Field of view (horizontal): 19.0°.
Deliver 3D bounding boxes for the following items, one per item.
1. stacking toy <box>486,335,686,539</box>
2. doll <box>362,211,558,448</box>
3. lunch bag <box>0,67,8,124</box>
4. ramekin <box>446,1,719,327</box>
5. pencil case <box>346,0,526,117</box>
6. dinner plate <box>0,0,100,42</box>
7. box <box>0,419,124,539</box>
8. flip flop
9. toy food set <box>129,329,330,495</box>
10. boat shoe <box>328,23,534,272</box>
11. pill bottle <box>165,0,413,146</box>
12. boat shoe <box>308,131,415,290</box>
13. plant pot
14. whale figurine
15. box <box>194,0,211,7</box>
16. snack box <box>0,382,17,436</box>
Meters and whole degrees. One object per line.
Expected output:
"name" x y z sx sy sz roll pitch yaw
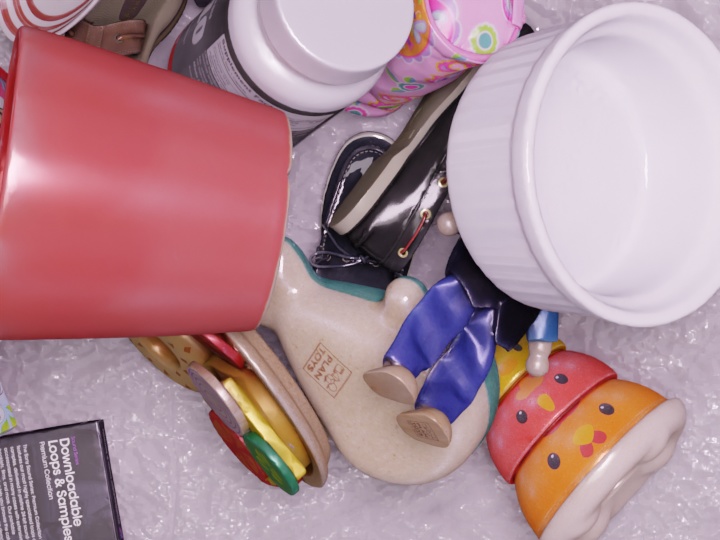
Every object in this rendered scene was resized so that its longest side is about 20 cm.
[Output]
"stacking toy" 0.119 0.092 1.539 0.200 0.146 0.146 43 94 16
"doll" 0.086 0.022 1.411 0.137 0.048 0.200 52 61 -25
"lunch bag" -0.285 -0.033 1.521 0.176 0.082 0.200 49 119 0
"ramekin" 0.149 -0.065 1.368 0.199 0.097 0.202 1 89 -37
"pencil case" 0.038 -0.161 1.472 0.087 0.200 0.088 4 80 -23
"dinner plate" -0.191 -0.246 1.501 0.024 0.200 0.201 25 95 -37
"box" -0.274 0.196 1.587 0.198 0.036 0.144 -9 92 4
"flip flop" -0.174 -0.161 1.497 0.081 0.058 0.201 7 49 18
"toy food set" -0.094 0.076 1.495 0.049 0.198 0.200 -38 91 -14
"boat shoe" 0.062 -0.091 1.509 0.063 0.074 0.202 37 86 -10
"pill bottle" -0.048 -0.149 1.426 0.113 0.200 0.115 6 75 -23
"boat shoe" 0.000 0.000 1.555 0.074 0.062 0.202 9 92 3
"plant pot" -0.142 -0.043 1.356 0.176 0.200 0.202 7 93 -12
"whale figurine" 0.008 0.053 1.488 0.200 0.104 0.159 39 129 8
"box" -0.028 -0.255 1.502 0.198 0.132 0.116 -5 86 2
"snack box" -0.353 0.078 1.513 0.199 0.053 0.143 -21 94 29
